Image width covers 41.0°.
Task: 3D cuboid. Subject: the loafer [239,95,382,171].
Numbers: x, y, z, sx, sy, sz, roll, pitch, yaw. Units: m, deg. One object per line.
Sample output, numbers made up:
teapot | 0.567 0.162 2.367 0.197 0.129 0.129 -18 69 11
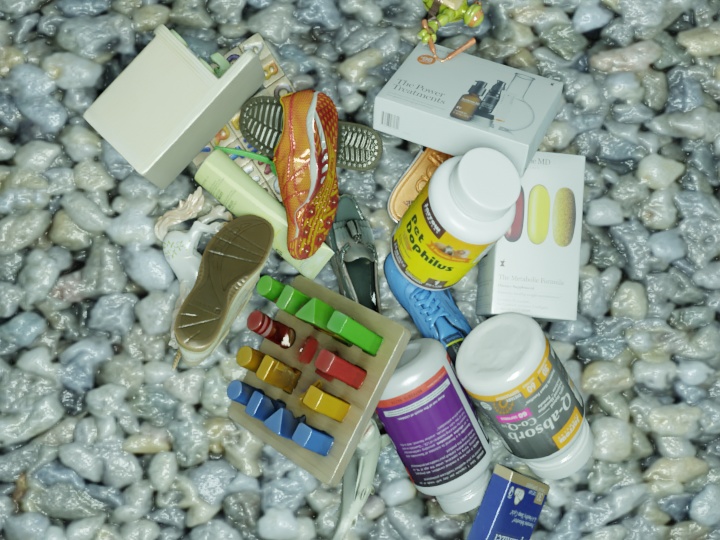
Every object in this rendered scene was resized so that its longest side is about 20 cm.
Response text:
loafer | -0.061 -0.168 1.228 0.196 0.067 0.078 20 95 14

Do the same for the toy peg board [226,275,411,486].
toy peg board | -0.076 0.113 1.143 0.198 0.097 0.202 23 84 42

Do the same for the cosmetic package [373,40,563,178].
cosmetic package | 0.134 -0.204 1.189 0.197 0.052 0.151 20 44 15

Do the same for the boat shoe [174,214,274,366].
boat shoe | -0.163 0.021 1.152 0.071 0.065 0.202 22 58 3

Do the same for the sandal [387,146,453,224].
sandal | 0.111 -0.145 1.245 0.079 0.059 0.208 34 85 -2

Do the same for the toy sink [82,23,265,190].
toy sink | -0.226 -0.217 1.186 0.112 0.130 0.200 43 88 1

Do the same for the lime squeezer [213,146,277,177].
lime squeezer | -0.097 -0.112 1.242 0.200 0.038 0.071 45 117 0

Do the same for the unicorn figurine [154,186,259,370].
unicorn figurine | -0.201 0.010 1.216 0.135 0.074 0.203 -26 73 2

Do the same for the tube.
tube | -0.121 -0.070 1.219 0.199 0.058 0.052 42 92 -2

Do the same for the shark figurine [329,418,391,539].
shark figurine | -0.025 0.261 1.215 0.088 0.128 0.219 21 103 23

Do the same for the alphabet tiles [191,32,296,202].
alphabet tiles | -0.147 -0.182 1.257 0.166 0.008 0.202 -34 89 -5

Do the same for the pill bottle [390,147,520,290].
pill bottle | 0.114 -0.061 1.146 0.107 0.200 0.111 7 64 -15

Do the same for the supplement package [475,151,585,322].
supplement package | 0.212 -0.041 1.219 0.111 0.110 0.205 4 86 -3

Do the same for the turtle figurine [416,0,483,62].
turtle figurine | 0.107 -0.368 1.258 0.160 0.065 0.201 35 72 3

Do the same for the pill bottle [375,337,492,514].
pill bottle | 0.090 0.193 1.183 0.111 0.112 0.203 -28 103 -5

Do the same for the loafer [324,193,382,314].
loafer | 0.000 0.000 1.220 0.071 0.063 0.205 -9 89 -29

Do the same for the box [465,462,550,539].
box | 0.165 0.347 1.192 0.032 0.121 0.203 21 85 38

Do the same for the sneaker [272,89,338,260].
sneaker | -0.070 -0.115 1.173 0.076 0.072 0.205 6 92 35

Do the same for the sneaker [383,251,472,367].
sneaker | 0.099 0.057 1.223 0.065 0.078 0.202 -32 87 -3

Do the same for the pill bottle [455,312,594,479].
pill bottle | 0.204 0.157 1.167 0.116 0.116 0.201 -40 122 -6
